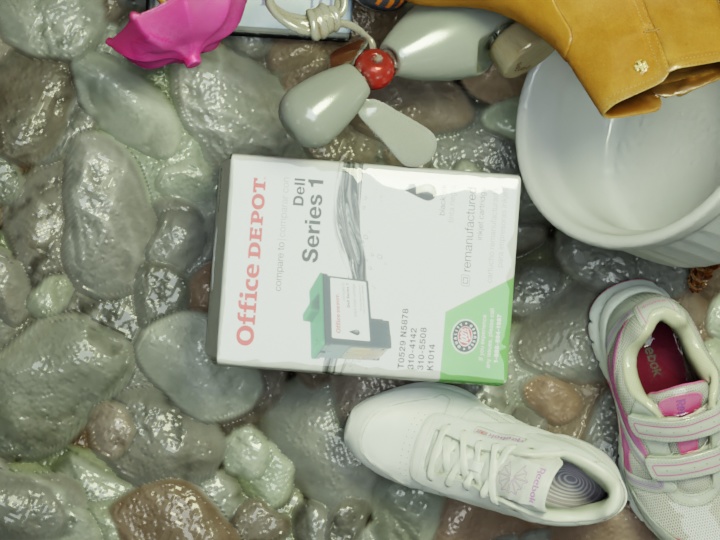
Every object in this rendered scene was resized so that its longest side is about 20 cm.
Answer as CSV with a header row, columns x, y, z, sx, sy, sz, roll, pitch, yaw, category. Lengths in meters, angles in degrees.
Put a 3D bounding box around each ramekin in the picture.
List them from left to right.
x,y,z,sx,sy,sz,roll,pitch,yaw,category
0.210,-0.098,1.693,0.098,0.200,0.201,25,87,-48,ramekin

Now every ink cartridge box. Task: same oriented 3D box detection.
x,y,z,sx,sy,sz,roll,pitch,yaw,category
0.000,0.000,1.731,0.200,0.084,0.146,4,89,-6,ink cartridge box

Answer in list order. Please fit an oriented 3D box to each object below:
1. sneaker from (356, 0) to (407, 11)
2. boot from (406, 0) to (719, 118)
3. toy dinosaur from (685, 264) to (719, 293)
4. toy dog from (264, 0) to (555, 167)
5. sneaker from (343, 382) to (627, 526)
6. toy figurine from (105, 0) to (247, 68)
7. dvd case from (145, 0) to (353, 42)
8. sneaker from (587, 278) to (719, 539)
x,y,z,sx,sy,sz,roll,pitch,yaw,category
0.035,-0.276,1.713,0.078,0.112,0.200,1,91,-32,sneaker
0.130,-0.159,1.622,0.201,0.071,0.144,-13,65,-2,boot
0.301,-0.053,1.739,0.136,0.200,0.102,49,53,7,toy dinosaur
0.032,-0.137,1.705,0.200,0.096,0.132,-11,67,-12,toy dog
0.089,0.125,1.732,0.200,0.100,0.075,14,91,-4,sneaker
-0.155,-0.222,1.700,0.184,0.150,0.200,35,67,-10,toy figurine
-0.073,-0.261,1.758,0.143,0.018,0.200,3,90,-6,dvd case
0.212,0.105,1.749,0.081,0.088,0.200,-20,92,-5,sneaker
